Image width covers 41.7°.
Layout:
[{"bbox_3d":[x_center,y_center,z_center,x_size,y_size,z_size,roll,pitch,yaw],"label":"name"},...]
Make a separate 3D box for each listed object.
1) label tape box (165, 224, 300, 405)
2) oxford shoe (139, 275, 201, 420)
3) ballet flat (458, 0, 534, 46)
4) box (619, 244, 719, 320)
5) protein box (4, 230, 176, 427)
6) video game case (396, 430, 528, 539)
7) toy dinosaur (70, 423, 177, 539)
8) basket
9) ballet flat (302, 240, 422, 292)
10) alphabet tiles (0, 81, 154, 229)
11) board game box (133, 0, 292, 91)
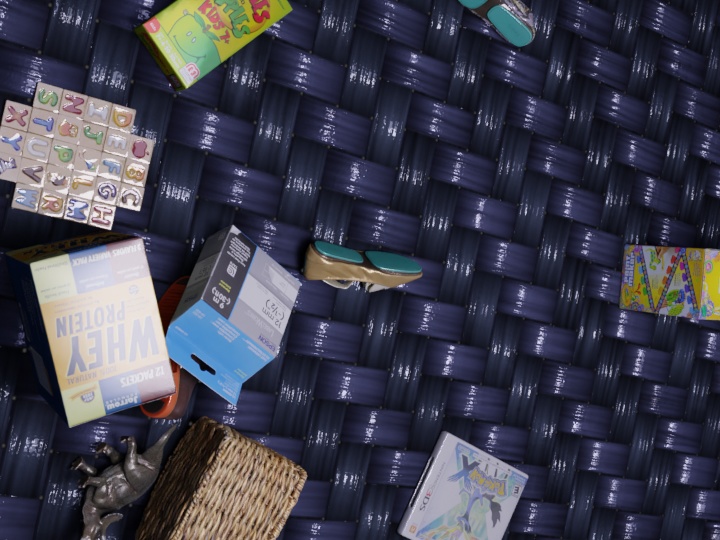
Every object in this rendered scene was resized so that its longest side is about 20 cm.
[{"bbox_3d":[-0.173,0.060,1.298,0.143,0.066,0.201,42,44,-29],"label":"label tape box"},{"bbox_3d":[-0.255,0.109,1.321,0.072,0.071,0.202,33,68,-61],"label":"oxford shoe"},{"bbox_3d":[0.207,-0.443,1.524,0.200,0.072,0.072,35,78,-26],"label":"ballet flat"},{"bbox_3d":[0.610,0.021,1.703,0.199,0.192,0.123,4,92,-28],"label":"box"},{"bbox_3d":[-0.341,0.063,1.181,0.134,0.200,0.200,-16,102,-27],"label":"protein box"},{"bbox_3d":[0.176,0.392,1.593,0.199,0.022,0.183,31,80,-27],"label":"video game case"},{"bbox_3d":[-0.327,0.284,1.292,0.200,0.077,0.103,-46,125,-23],"label":"toy dinosaur"},{"bbox_3d":[-0.198,0.325,1.315,0.149,0.142,0.201,34,76,-29],"label":"basket"},{"bbox_3d":[0.000,0.000,1.452,0.199,0.069,0.063,11,117,-26],"label":"ballet flat"},{"bbox_3d":[-0.378,-0.150,1.253,0.199,0.006,0.168,13,87,-29],"label":"alphabet tiles"},{"bbox_3d":[-0.202,-0.349,1.310,0.200,0.048,0.102,-42,112,-19],"label":"board game box"}]
